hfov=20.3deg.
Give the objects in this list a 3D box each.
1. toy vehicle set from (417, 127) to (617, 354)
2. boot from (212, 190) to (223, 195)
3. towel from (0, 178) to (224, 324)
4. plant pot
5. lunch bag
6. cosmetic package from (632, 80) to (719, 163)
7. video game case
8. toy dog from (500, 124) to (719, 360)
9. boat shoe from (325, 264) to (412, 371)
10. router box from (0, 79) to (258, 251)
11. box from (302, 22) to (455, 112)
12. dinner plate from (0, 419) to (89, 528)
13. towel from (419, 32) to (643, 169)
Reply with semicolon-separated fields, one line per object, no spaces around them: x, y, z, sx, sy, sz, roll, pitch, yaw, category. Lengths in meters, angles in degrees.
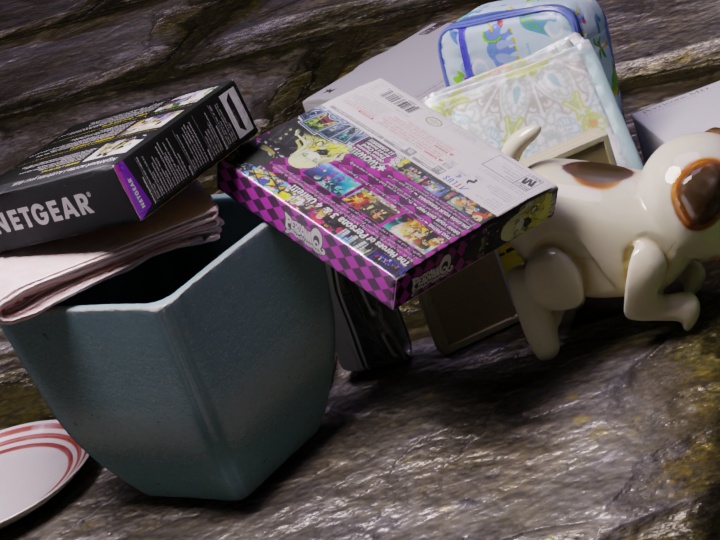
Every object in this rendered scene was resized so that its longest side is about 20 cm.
0.136;-0.025;1.705;0.199;0.125;0.027;-24;21;-12;toy vehicle set
-0.142;-0.034;1.910;0.075;0.074;0.200;-28;-6;33;boot
-0.211;-0.029;1.593;0.190;0.032;0.200;-22;21;-7;towel
-0.133;0.070;1.604;0.196;0.201;0.196;-2;28;39;plant pot
0.163;-0.155;1.899;0.160;0.201;0.082;-3;19;32;lunch bag
0.326;-0.103;1.804;0.101;0.072;0.200;-21;20;-4;cosmetic package
0.020;-0.065;1.549;0.181;0.036;0.200;-29;49;-35;video game case
0.220;-0.045;1.599;0.199;0.195;0.139;-17;8;25;toy dog
0.000;0.000;1.670;0.070;0.201;0.072;-8;43;11;boat shoe
-0.198;-0.078;1.557;0.199;0.051;0.149;-10;22;43;router box
0.086;-0.158;2.074;0.199;0.131;0.199;-33;24;-31;box
-0.320;0.188;1.730;0.199;0.024;0.200;-17;22;7;dinner plate
0.160;-0.095;1.788;0.170;0.201;0.048;-21;-13;3;towel
